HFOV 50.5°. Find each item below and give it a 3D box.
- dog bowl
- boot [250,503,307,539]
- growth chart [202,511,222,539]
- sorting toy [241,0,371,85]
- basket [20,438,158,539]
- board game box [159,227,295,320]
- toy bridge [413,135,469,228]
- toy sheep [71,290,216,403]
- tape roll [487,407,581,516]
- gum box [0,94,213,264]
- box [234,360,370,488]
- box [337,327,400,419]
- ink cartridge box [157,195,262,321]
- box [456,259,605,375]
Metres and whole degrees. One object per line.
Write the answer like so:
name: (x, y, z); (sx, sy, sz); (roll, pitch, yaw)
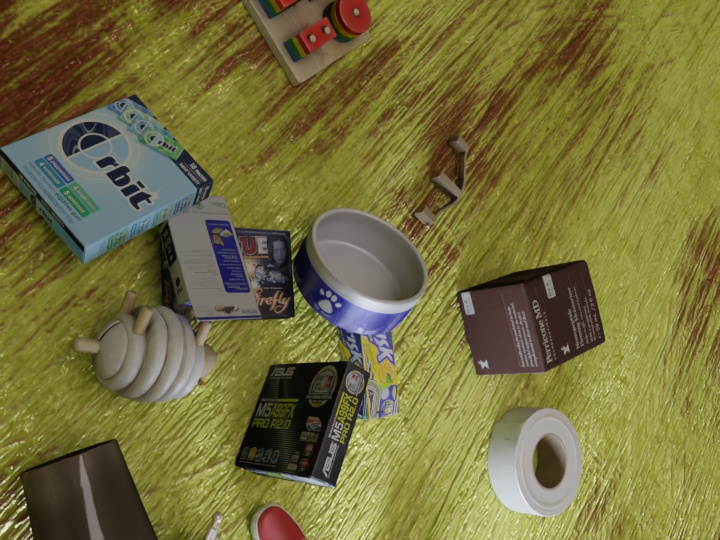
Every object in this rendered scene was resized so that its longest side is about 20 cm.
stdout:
dog bowl: (0.000, 0.000, 1.180); (0.200, 0.079, 0.200); (20, 39, -17)
boot: (-0.067, 0.419, 1.080); (0.072, 0.144, 0.200); (-38, 105, -34)
growth chart: (-0.211, 0.395, 0.958); (0.018, 0.200, 0.145); (24, 56, 2)
sorting toy: (-0.080, -0.441, 1.253); (0.199, 0.070, 0.200); (-43, 109, -35)
basket: (-0.314, 0.314, 0.904); (0.180, 0.136, 0.200); (16, 55, -83)
board game box: (-0.191, 0.005, 1.115); (0.200, 0.035, 0.136); (1, 82, -38)
toy bridge: (0.161, -0.158, 1.428); (0.067, 0.027, 0.200); (41, 60, -28)
toy sheep: (-0.271, 0.103, 0.975); (0.200, 0.138, 0.138); (19, 71, -39)
tape roll: (0.334, 0.361, 1.457); (0.202, 0.071, 0.203); (6, 80, -37)
gum box: (-0.321, -0.123, 0.982); (0.170, 0.045, 0.200); (47, 53, 9)
box: (-0.084, 0.209, 1.062); (0.044, 0.200, 0.160); (32, 66, -31)
box: (0.011, 0.137, 1.238); (0.070, 0.064, 0.200); (-2, 84, -39)
ink cartridge box: (-0.207, -0.012, 1.023); (0.099, 0.039, 0.200); (2, 56, -39)
box: (0.319, 0.088, 1.426); (0.200, 0.164, 0.166); (-17, 94, -39)
